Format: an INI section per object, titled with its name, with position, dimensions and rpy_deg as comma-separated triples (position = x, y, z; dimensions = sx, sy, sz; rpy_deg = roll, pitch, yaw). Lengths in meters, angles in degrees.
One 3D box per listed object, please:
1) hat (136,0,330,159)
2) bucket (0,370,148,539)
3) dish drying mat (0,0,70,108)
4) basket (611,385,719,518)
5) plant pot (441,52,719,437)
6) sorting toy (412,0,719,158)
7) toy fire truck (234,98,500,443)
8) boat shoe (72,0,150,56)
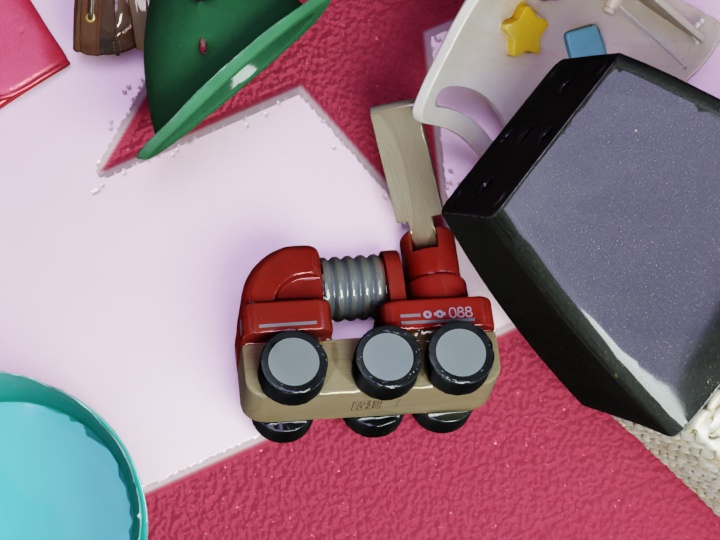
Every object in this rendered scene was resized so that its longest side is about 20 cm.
[hat]
position = -0.130, -0.201, 1.625
dimensions = 0.176, 0.166, 0.200
rpy_deg = 50, 55, -2
[bucket]
position = -0.238, 0.171, 1.605
dimensions = 0.206, 0.135, 0.208
rpy_deg = 0, 86, -2
[dish drying mat]
position = -0.291, -0.209, 1.694
dimensions = 0.077, 0.018, 0.200
rpy_deg = -33, 87, -6
[basket]
position = 0.297, 0.079, 1.591
dimensions = 0.161, 0.200, 0.198
rpy_deg = 40, 84, -10
[plant pot]
position = 0.170, -0.032, 1.567
dimensions = 0.177, 0.199, 0.200
rpy_deg = 39, 85, -12
[sorting toy]
position = 0.119, -0.155, 1.647
dimensions = 0.200, 0.107, 0.180
rpy_deg = 34, 90, -40
[toy fire truck]
position = 0.000, 0.000, 1.651
dimensions = 0.175, 0.129, 0.201
rpy_deg = -3, 65, -8
[boat shoe]
position = -0.190, -0.247, 1.675
dimensions = 0.067, 0.072, 0.201
rpy_deg = -12, 88, -5
